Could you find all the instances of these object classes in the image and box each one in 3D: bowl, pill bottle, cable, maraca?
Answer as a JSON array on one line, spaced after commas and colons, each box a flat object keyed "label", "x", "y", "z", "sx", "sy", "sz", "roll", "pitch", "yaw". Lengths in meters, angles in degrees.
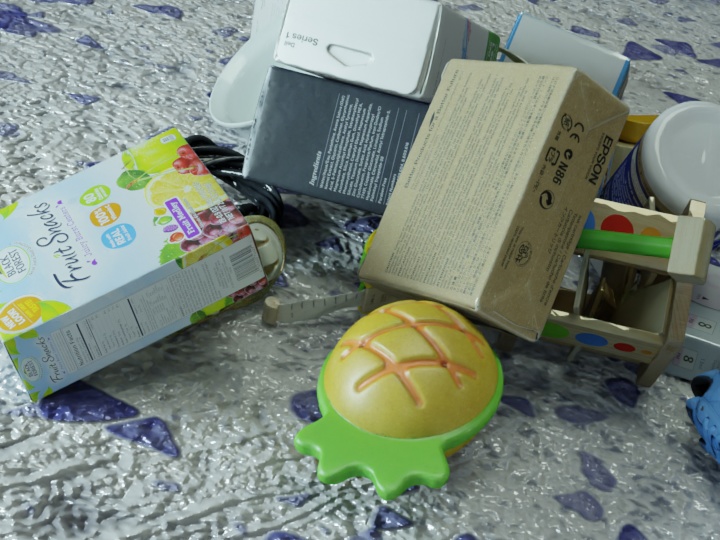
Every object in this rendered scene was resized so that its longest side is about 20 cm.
[{"label": "bowl", "x": -0.053, "y": -0.191, "z": 1.590, "sx": 0.199, "sy": 0.091, "sz": 0.202, "roll": -27, "pitch": 34, "yaw": 20}, {"label": "pill bottle", "x": 0.280, "y": -0.059, "z": 1.389, "sx": 0.114, "sy": 0.200, "sz": 0.117, "roll": 4, "pitch": 67, "yaw": -10}, {"label": "cable", "x": -0.149, "y": -0.069, "z": 1.405, "sx": 0.198, "sy": 0.051, "sz": 0.163, "roll": -13, "pitch": 37, "yaw": -41}, {"label": "maraca", "x": 0.030, "y": 0.094, "z": 1.113, "sx": 0.135, "sy": 0.108, "sz": 0.201, "roll": 9, "pitch": 35, "yaw": 18}]

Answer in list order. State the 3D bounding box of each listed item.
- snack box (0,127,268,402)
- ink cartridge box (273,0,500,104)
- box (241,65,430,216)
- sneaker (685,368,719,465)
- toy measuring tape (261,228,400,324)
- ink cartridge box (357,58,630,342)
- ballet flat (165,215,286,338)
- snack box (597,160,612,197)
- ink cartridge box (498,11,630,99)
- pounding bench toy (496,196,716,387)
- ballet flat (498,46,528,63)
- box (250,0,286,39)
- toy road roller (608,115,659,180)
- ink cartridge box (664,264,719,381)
[{"label": "snack box", "x": -0.194, "y": -0.010, "z": 1.173, "sx": 0.198, "sy": 0.068, "sz": 0.169, "roll": -28, "pitch": 39, "yaw": -12}, {"label": "ink cartridge box", "x": 0.029, "y": -0.201, "z": 1.382, "sx": 0.143, "sy": 0.085, "sz": 0.200, "roll": 16, "pitch": 5, "yaw": 19}, {"label": "box", "x": 0.011, "y": -0.106, "z": 1.387, "sx": 0.197, "sy": 0.106, "sz": 0.148, "roll": 16, "pitch": 4, "yaw": 10}, {"label": "sneaker", "x": 0.295, "y": 0.138, "z": 1.195, "sx": 0.077, "sy": 0.067, "sz": 0.201, "roll": 2, "pitch": 26, "yaw": 6}, {"label": "toy measuring tape", "x": 0.000, "y": 0.000, "z": 1.322, "sx": 0.197, "sy": 0.074, "sz": 0.074, "roll": -10, "pitch": 33, "yaw": -23}, {"label": "ink cartridge box", "x": 0.103, "y": -0.060, "z": 1.211, "sx": 0.075, "sy": 0.202, "sz": 0.164, "roll": 27, "pitch": -6, "yaw": -33}, {"label": "ballet flat", "x": -0.107, "y": -0.001, "z": 1.268, "sx": 0.070, "sy": 0.072, "sz": 0.199, "roll": 25, "pitch": 32, "yaw": 24}, {"label": "snack box", "x": 0.177, "y": -0.057, "z": 1.443, "sx": 0.024, "sy": 0.073, "sz": 0.199, "roll": 28, "pitch": 46, "yaw": 28}, {"label": "ink cartridge box", "x": 0.205, "y": -0.176, "z": 1.611, "sx": 0.124, "sy": 0.130, "sz": 0.200, "roll": 23, "pitch": 5, "yaw": 9}, {"label": "pounding bench toy", "x": 0.190, "y": -0.008, "z": 1.238, "sx": 0.154, "sy": 0.200, "sz": 0.126, "roll": 13, "pitch": 70, "yaw": 3}, {"label": "ballet flat", "x": 0.107, "y": -0.194, "z": 1.503, "sx": 0.198, "sy": 0.073, "sz": 0.072, "roll": 21, "pitch": 28, "yaw": 24}, {"label": "box", "x": -0.047, "y": -0.255, "z": 1.698, "sx": 0.036, "sy": 0.146, "sz": 0.199, "roll": -15, "pitch": 38, "yaw": -39}, {"label": "toy road roller", "x": 0.311, "y": -0.104, "z": 1.601, "sx": 0.198, "sy": 0.125, "sz": 0.146, "roll": -4, "pitch": 16, "yaw": -29}, {"label": "ink cartridge box", "x": 0.375, "y": 0.068, "z": 1.371, "sx": 0.197, "sy": 0.058, "sz": 0.163, "roll": 15, "pitch": 27, "yaw": 16}]
